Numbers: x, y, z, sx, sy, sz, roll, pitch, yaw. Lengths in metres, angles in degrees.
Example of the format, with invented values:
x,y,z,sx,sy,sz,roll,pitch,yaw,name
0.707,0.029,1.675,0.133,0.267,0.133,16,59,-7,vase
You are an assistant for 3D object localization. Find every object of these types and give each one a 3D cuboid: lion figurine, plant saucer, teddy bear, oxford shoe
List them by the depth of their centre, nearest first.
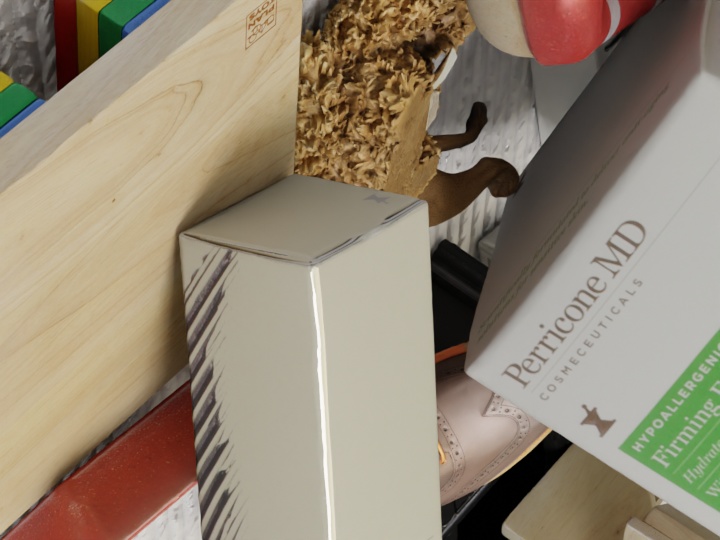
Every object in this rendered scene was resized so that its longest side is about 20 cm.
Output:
x,y,z,sx,sy,sz,roll,pitch,yaw,name
-0.102,0.096,1.238,0.200,0.037,0.200,-39,177,-43,plant saucer
-0.003,-0.073,1.275,0.145,0.067,0.200,-30,141,-62,teddy bear
0.000,0.000,1.385,0.122,0.072,0.200,22,88,-61,lion figurine
0.024,0.097,1.439,0.200,0.071,0.073,-32,-171,12,oxford shoe

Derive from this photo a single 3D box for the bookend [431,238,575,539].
x,y,z,sx,sy,sz,roll,pitch,yaw,name
0.022,0.122,1.555,0.199,0.092,0.200,-46,156,-23,bookend

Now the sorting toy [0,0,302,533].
x,y,z,sx,sy,sz,roll,pitch,yaw,name
-0.115,-0.018,1.091,0.200,0.070,0.199,-43,156,-30,sorting toy

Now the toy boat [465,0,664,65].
x,y,z,sx,sy,sz,roll,pitch,yaw,name
0.124,-0.165,1.248,0.200,0.131,0.131,-36,123,-52,toy boat

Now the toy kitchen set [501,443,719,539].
x,y,z,sx,sy,sz,roll,pitch,yaw,name
0.206,0.133,1.556,0.180,0.200,0.163,-45,157,-28,toy kitchen set

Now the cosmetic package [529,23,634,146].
x,y,z,sx,sy,sz,roll,pitch,yaw,name
0.130,-0.122,1.483,0.083,0.051,0.200,-49,158,-15,cosmetic package

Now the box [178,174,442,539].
x,y,z,sx,sy,sz,roll,pitch,yaw,name
-0.017,0.070,1.140,0.082,0.068,0.200,-29,123,-49,box

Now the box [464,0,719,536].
x,y,z,sx,sy,sz,roll,pitch,yaw,name
0.179,-0.023,1.355,0.199,0.171,0.200,-54,-172,29,box

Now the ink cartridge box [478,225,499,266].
x,y,z,sx,sy,sz,roll,pitch,yaw,name
0.152,0.015,1.663,0.176,0.045,0.200,-37,141,-25,ink cartridge box
